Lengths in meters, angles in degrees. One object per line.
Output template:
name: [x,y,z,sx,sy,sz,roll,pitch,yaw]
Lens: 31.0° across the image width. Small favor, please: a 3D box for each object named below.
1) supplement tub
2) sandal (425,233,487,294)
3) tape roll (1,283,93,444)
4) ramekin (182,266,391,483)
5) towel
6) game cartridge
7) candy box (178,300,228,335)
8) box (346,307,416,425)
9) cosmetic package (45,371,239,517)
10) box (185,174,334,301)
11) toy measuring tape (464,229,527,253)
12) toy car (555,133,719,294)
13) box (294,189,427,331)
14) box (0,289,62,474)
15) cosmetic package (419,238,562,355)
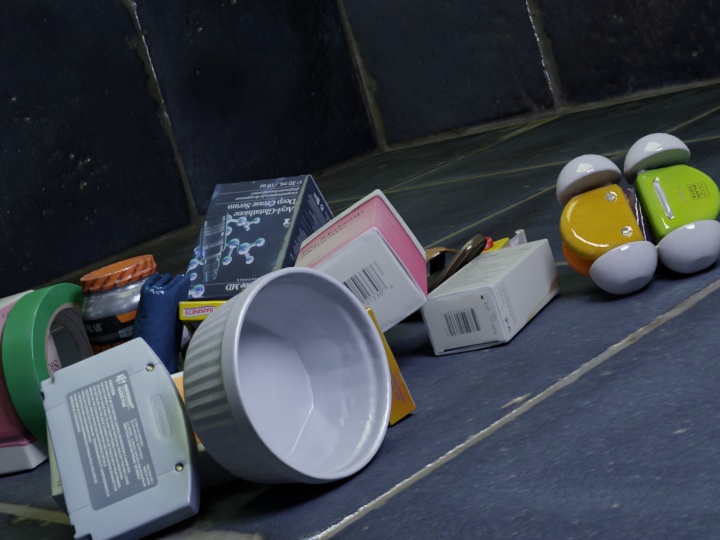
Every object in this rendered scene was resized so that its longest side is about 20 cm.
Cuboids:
supplement tub: [-0.275,0.090,1.629,0.121,0.202,0.123,-17,9,3]
sandal: [0.094,0.002,1.716,0.082,0.055,0.200,-41,0,-35]
tape roll: [-0.369,0.119,1.629,0.048,0.202,0.200,-14,10,20]
ramekin: [-0.074,0.106,1.224,0.105,0.202,0.200,-20,5,42]
towel: [-0.243,0.105,1.509,0.048,0.202,0.112,11,11,3]
game cartridge: [-0.226,0.165,1.243,0.132,0.042,0.201,-19,54,-6]
candy box: [-0.155,0.066,1.569,0.101,0.027,0.200,-4,-12,1]
box: [-0.027,0.097,1.389,0.041,0.120,0.199,-32,15,-27]
cosmetic package: [-0.207,0.171,1.300,0.198,0.071,0.102,-18,52,1]
box: [-0.134,-0.014,1.728,0.147,0.107,0.201,-4,51,23]
toy measuring tape: [0.183,-0.020,1.843,0.073,0.074,0.200,-13,11,23]
toy car: [0.338,-0.054,1.584,0.198,0.176,0.150,-18,-27,-1]
box: [0.000,0.000,1.546,0.127,0.109,0.200,-34,12,10]
box: [-0.452,0.143,1.638,0.108,0.202,0.128,-13,11,22]
cosmetic package: [0.162,0.030,1.578,0.104,0.072,0.200,-13,10,32]
